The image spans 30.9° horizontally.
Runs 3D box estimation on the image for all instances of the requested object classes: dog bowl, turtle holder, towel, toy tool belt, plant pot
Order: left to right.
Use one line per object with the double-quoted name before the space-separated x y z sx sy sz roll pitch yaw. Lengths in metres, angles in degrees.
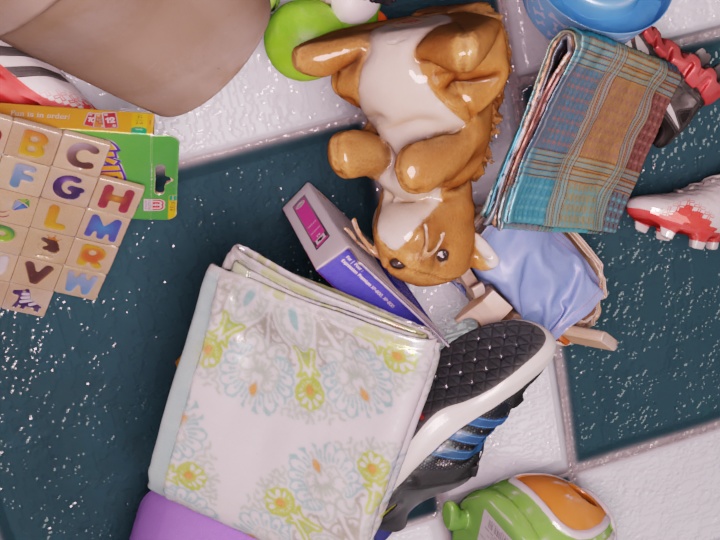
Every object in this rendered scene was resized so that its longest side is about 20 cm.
"plant pot" -0.158 -0.200 0.873 0.200 0.200 0.174 -47 123 3
"towel" -0.049 0.100 0.910 0.171 0.048 0.200 23 108 14
"toy tool belt" 0.115 -0.007 1.041 0.200 0.123 0.125 37 90 -23
"turtle holder" 0.155 0.265 1.137 0.132 0.141 0.186 -18 103 -28
"towel" 0.168 -0.094 0.948 0.200 0.022 0.147 1 114 -55
"dog bowl" 0.184 -0.246 0.972 0.111 0.050 0.200 24 64 -3

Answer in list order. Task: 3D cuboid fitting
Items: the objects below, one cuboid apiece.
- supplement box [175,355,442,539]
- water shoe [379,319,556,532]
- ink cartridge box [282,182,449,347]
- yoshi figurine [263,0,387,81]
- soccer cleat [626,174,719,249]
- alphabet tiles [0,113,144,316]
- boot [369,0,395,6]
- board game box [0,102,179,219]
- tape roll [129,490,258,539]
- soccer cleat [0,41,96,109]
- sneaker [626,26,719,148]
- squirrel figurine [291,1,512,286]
"supplement box" -0.035 0.112 1.047 0.200 0.110 0.109 42 93 -24
"water shoe" 0.070 0.116 0.995 0.200 0.072 0.079 -37 130 -2
"ink cartridge box" 0.000 0.000 0.971 0.037 0.200 0.095 -46 112 3
"yoshi figurine" -0.046 -0.222 0.943 0.112 0.112 0.200 -20 115 8
"soccer cleat" 0.316 -0.060 1.108 0.200 0.069 0.085 6 97 -21
"alphabet tiles" -0.254 -0.036 0.934 0.166 0.006 0.200 14 137 -19
"boot" 0.033 -0.249 0.831 0.198 0.073 0.163 20 114 -8
"board game box" -0.228 -0.077 0.916 0.200 0.030 0.096 5 144 -6
"tape roll" -0.087 0.240 1.034 0.200 0.066 0.200 8 145 5
"soccer cleat" -0.239 -0.133 0.935 0.069 0.085 0.200 -26 138 29
"sneaker" 0.199 -0.167 1.041 0.200 0.071 0.098 31 95 -24
"squirrel figurine" 0.057 -0.090 0.940 0.141 0.200 0.187 -1 110 25
